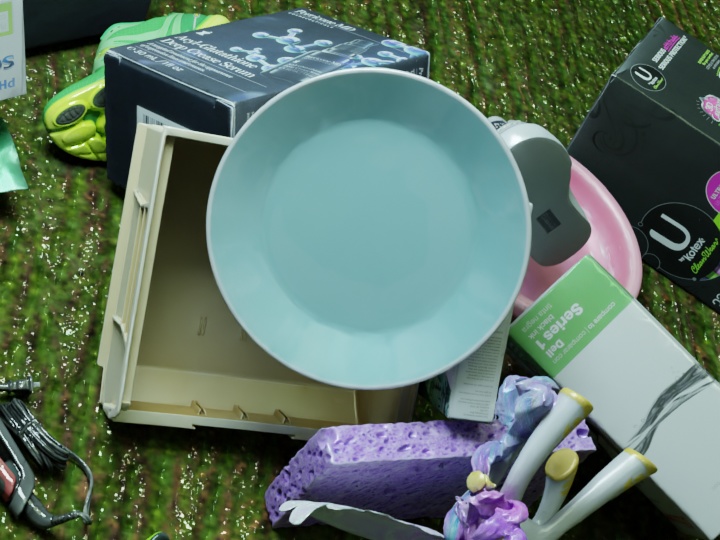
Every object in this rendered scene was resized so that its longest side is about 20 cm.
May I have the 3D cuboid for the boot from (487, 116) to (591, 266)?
[{"bbox_3d":[0.112,-0.078,1.184,0.073,0.200,0.096,-33,63,1],"label":"boot"}]

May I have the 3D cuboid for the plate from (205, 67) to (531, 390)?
[{"bbox_3d":[0.005,-0.026,0.978,0.200,0.200,0.026,26,12,-3],"label":"plate"}]

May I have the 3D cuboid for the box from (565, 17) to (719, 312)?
[{"bbox_3d":[0.290,-0.091,1.380,0.200,0.149,0.124,36,44,8],"label":"box"}]

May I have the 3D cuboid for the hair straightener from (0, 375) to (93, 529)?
[{"bbox_3d":[-0.229,0.086,1.011,0.200,0.041,0.077,44,44,17],"label":"hair straightener"}]

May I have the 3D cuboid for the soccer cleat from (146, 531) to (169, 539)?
[{"bbox_3d":[-0.059,0.229,0.930,0.200,0.081,0.068,32,42,4],"label":"soccer cleat"}]

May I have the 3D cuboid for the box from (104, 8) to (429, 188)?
[{"bbox_3d":[-0.069,-0.116,1.199,0.200,0.107,0.148,-20,34,-41],"label":"box"}]

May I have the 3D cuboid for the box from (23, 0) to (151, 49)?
[{"bbox_3d":[-0.292,-0.283,1.281,0.198,0.123,0.200,-20,59,-39],"label":"box"}]

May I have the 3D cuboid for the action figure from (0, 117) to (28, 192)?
[{"bbox_3d":[-0.347,-0.087,1.110,0.200,0.055,0.118,-8,55,-34],"label":"action figure"}]

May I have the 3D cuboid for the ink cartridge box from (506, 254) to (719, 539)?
[{"bbox_3d":[0.198,0.093,1.128,0.084,0.146,0.200,-43,82,-2],"label":"ink cartridge box"}]

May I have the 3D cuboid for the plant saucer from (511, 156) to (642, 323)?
[{"bbox_3d":[0.135,-0.026,1.296,0.200,0.051,0.201,19,47,-21],"label":"plant saucer"}]

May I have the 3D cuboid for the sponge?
[{"bbox_3d":[0.046,0.134,1.056,0.200,0.112,0.030,0,60,-27],"label":"sponge"}]

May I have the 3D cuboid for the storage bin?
[{"bbox_3d":[-0.060,0.014,1.051,0.200,0.199,0.094,8,8,-21],"label":"storage bin"}]

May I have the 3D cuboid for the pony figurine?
[{"bbox_3d":[0.075,0.161,0.958,0.166,0.200,0.193,31,-7,42],"label":"pony figurine"}]

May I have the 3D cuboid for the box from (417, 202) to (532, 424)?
[{"bbox_3d":[0.061,0.014,1.091,0.036,0.145,0.200,9,4,-12],"label":"box"}]

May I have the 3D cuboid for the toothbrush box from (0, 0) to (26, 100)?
[{"bbox_3d":[-0.353,-0.175,1.119,0.145,0.086,0.200,-21,38,-40],"label":"toothbrush box"}]

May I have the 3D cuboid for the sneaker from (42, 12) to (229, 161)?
[{"bbox_3d":[-0.183,-0.148,1.260,0.083,0.074,0.200,20,39,29],"label":"sneaker"}]
